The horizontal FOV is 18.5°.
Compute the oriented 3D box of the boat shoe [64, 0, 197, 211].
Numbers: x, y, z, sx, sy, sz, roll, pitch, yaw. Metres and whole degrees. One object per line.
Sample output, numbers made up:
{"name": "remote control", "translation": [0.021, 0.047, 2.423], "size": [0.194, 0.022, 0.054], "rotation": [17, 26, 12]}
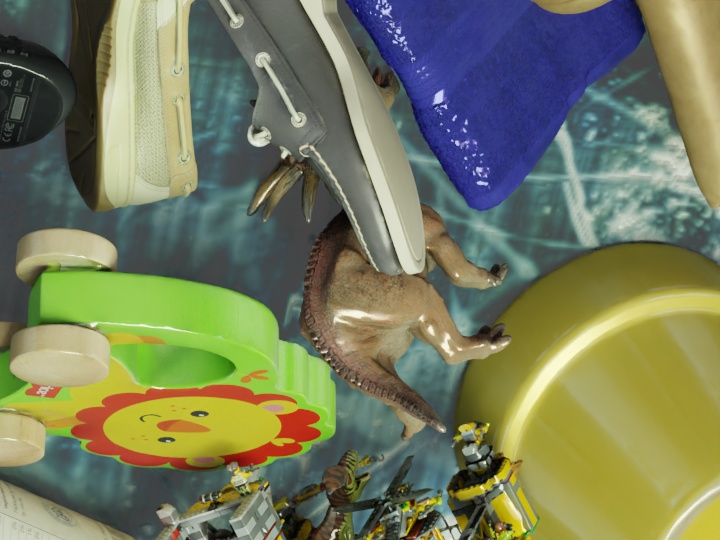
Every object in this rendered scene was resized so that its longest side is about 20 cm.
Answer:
{"name": "boat shoe", "translation": [-0.101, -0.122, 1.063], "size": [0.063, 0.073, 0.202], "rotation": [-7, 121, -25]}

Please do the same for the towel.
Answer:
{"name": "towel", "translation": [0.053, -0.150, 1.108], "size": [0.148, 0.049, 0.201], "rotation": [-48, 125, -23]}

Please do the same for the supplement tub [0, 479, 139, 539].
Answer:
{"name": "supplement tub", "translation": [-0.201, 0.173, 1.137], "size": [0.199, 0.132, 0.132], "rotation": [27, 104, -29]}

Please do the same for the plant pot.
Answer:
{"name": "plant pot", "translation": [0.174, 0.113, 1.216], "size": [0.199, 0.189, 0.202], "rotation": [-8, 118, -16]}

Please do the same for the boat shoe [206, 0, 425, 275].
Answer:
{"name": "boat shoe", "translation": [-0.027, -0.084, 1.075], "size": [0.062, 0.073, 0.201], "rotation": [-24, 87, 12]}

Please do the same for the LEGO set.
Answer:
{"name": "LEGO set", "translation": [-0.013, 0.129, 1.161], "size": [0.199, 0.154, 0.117], "rotation": [-17, 108, 35]}

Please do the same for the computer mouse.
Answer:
{"name": "computer mouse", "translation": [-0.233, -0.100, 1.050], "size": [0.198, 0.034, 0.059], "rotation": [11, 128, -20]}

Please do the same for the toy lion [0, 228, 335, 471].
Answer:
{"name": "toy lion", "translation": [-0.097, 0.055, 1.103], "size": [0.190, 0.069, 0.200], "rotation": [8, 156, -19]}

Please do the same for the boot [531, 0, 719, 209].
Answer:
{"name": "boot", "translation": [0.163, -0.116, 1.129], "size": [0.175, 0.066, 0.201], "rotation": [-49, 129, -35]}

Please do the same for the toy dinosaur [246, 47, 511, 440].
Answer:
{"name": "toy dinosaur", "translation": [0.000, 0.000, 1.118], "size": [0.135, 0.201, 0.086], "rotation": [33, 130, -30]}
